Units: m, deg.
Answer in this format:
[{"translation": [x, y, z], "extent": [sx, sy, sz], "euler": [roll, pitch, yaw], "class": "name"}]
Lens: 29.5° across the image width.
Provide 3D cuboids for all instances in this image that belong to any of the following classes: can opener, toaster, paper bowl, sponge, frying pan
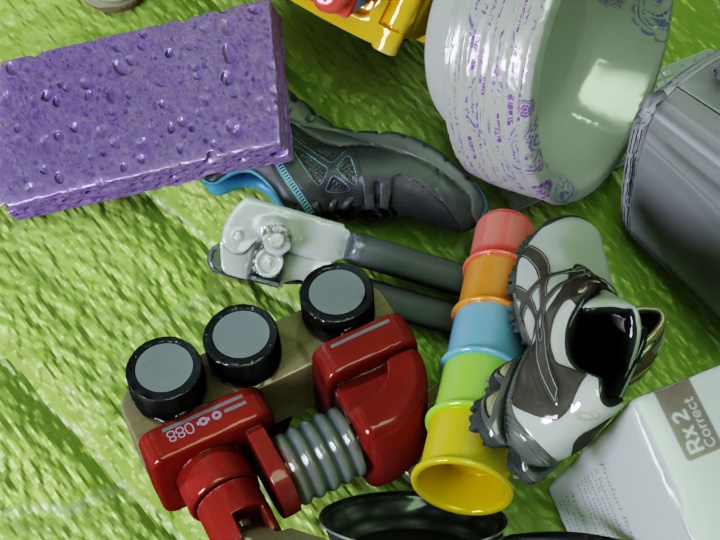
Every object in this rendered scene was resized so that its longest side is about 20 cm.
[{"translation": [0.000, 0.000, 0.904], "extent": [0.199, 0.066, 0.053], "euler": [15, 87, -8], "class": "can opener"}, {"translation": [0.249, -0.051, 0.893], "extent": [0.113, 0.200, 0.129], "euler": [-32, 58, -18], "class": "toaster"}, {"translation": [0.117, -0.151, 0.893], "extent": [0.104, 0.201, 0.201], "euler": [19, 65, 30], "class": "paper bowl"}, {"translation": [-0.146, -0.107, 0.913], "extent": [0.199, 0.030, 0.112], "euler": [-11, 68, 11], "class": "sponge"}, {"translation": [0.069, 0.157, 0.819], "extent": [0.189, 0.115, 0.031], "euler": [2, 97, 8], "class": "frying pan"}]

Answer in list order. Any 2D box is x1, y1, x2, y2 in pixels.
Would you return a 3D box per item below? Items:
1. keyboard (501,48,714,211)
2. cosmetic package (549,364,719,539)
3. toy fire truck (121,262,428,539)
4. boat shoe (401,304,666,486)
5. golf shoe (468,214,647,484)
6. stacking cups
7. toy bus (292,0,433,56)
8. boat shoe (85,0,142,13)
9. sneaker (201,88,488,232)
[{"translation": [0.184, -0.103, 0.988], "extent": [0.199, 0.011, 0.056], "euler": [-23, 73, -14], "class": "keyboard"}, {"translation": [0.233, 0.147, 0.794], "extent": [0.164, 0.200, 0.165], "euler": [-20, 72, -13], "class": "cosmetic package"}, {"translation": [-0.029, 0.107, 0.791], "extent": [0.175, 0.129, 0.200], "euler": [-23, 55, -14], "class": "toy fire truck"}, {"translation": [0.109, 0.071, 0.876], "extent": [0.199, 0.076, 0.072], "euler": [-31, 76, -15], "class": "boat shoe"}, {"translation": [0.131, 0.031, 0.787], "extent": [0.078, 0.094, 0.200], "euler": [38, 42, -19], "class": "golf shoe"}, {"translation": [0.081, 0.050, 0.835], "extent": [0.060, 0.061, 0.201], "euler": [17, 52, 1], "class": "stacking cups"}, {"translation": [-0.024, -0.230, 0.907], "extent": [0.199, 0.136, 0.192], "euler": [30, 29, 8], "class": "toy bus"}, {"translation": [-0.224, -0.274, 0.983], "extent": [0.200, 0.065, 0.071], "euler": [43, 71, 11], "class": "boat shoe"}, {"translation": [-0.012, -0.058, 0.924], "extent": [0.199, 0.073, 0.082], "euler": [21, 73, 13], "class": "sneaker"}]
